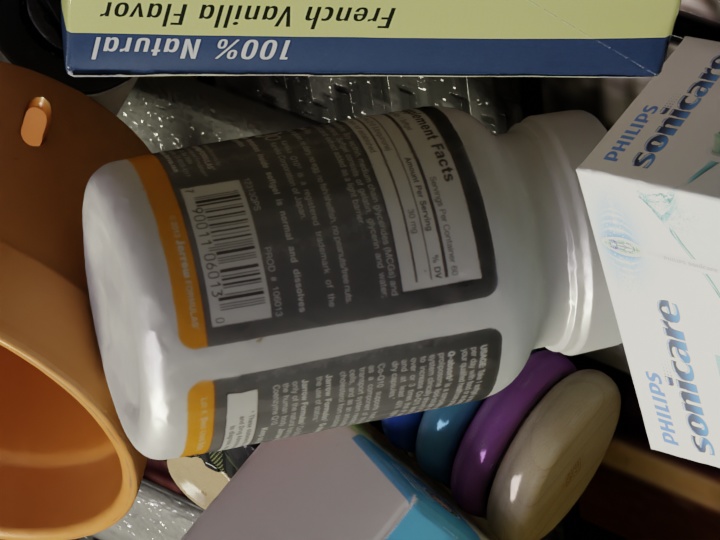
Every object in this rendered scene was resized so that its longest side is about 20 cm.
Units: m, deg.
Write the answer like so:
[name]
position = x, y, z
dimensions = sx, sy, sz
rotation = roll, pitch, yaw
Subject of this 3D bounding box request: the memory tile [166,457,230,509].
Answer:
[memory tile]
position = -0.044, 0.099, 1.411
dimensions = 0.200, 0.017, 0.153
rotation = 37, 147, 5

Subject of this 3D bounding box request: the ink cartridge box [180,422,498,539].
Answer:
[ink cartridge box]
position = 0.024, 0.183, 1.240
dimensions = 0.200, 0.146, 0.147
rotation = 40, -179, -25

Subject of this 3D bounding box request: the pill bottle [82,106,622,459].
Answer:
[pill bottle]
position = 0.000, 0.000, 1.068
dimensions = 0.116, 0.199, 0.117
rotation = 170, 90, -76

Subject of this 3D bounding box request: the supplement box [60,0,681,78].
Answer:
[supplement box]
position = 0.007, -0.173, 0.848
dimensions = 0.199, 0.135, 0.200
rotation = 0, 143, -6

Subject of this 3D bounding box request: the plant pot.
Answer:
[plant pot]
position = -0.168, 0.004, 1.178
dimensions = 0.199, 0.141, 0.200
rotation = 14, 149, 8

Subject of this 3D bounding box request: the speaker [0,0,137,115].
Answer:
[speaker]
position = -0.157, -0.070, 1.269
dimensions = 0.081, 0.081, 0.200
rotation = 40, 147, 1

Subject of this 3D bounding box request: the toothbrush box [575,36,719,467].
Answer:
[toothbrush box]
position = 0.193, 0.011, 1.001
dimensions = 0.199, 0.085, 0.147
rotation = 16, 140, 35

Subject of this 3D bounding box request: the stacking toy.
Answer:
[stacking toy]
position = 0.013, 0.037, 1.226
dimensions = 0.199, 0.085, 0.086
rotation = 32, 147, 21

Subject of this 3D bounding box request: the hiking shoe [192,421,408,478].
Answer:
[hiking shoe]
position = -0.058, 0.063, 1.322
dimensions = 0.200, 0.076, 0.101
rotation = 45, 162, -17
